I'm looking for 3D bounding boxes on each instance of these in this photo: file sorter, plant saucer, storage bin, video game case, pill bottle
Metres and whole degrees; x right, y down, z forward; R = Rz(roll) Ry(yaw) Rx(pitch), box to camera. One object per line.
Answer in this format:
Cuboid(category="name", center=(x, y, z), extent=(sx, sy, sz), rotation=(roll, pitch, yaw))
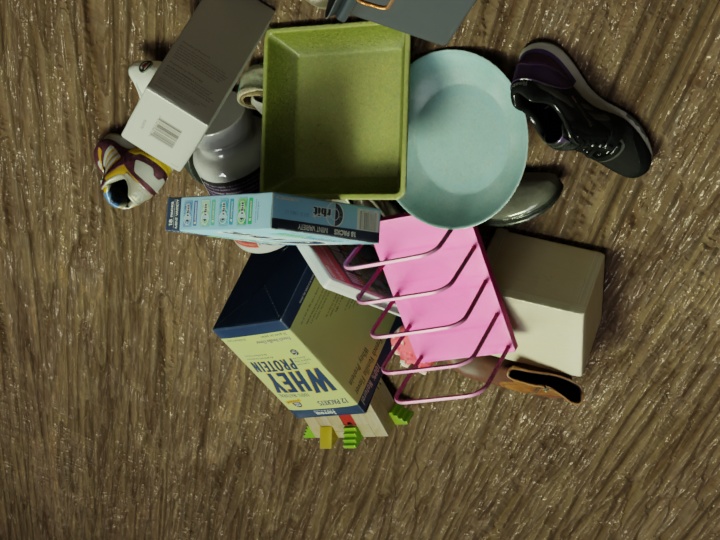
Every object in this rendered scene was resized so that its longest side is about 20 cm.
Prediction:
Cuboid(category="file sorter", center=(0.080, 0.045, 1.610), extent=(0.138, 0.126, 0.202), rotation=(-9, 114, 30))
Cuboid(category="plant saucer", center=(-0.021, -0.181, 1.558), extent=(0.198, 0.203, 0.048), rotation=(2, 180, 31))
Cuboid(category="plant saucer", center=(0.110, -0.149, 1.538), extent=(0.199, 0.039, 0.204), rotation=(5, 99, 34))
Cuboid(category="storage bin", center=(0.063, -0.315, 1.347), extent=(0.133, 0.147, 0.200), rotation=(20, 146, -11))
Cuboid(category="video game case", center=(0.000, 0.000, 1.734), extent=(0.199, 0.143, 0.018), rotation=(22, 114, -41))
Cuboid(category="pill bottle", center=(-0.149, -0.128, 1.731), extent=(0.110, 0.112, 0.201), rotation=(4, 140, 28))

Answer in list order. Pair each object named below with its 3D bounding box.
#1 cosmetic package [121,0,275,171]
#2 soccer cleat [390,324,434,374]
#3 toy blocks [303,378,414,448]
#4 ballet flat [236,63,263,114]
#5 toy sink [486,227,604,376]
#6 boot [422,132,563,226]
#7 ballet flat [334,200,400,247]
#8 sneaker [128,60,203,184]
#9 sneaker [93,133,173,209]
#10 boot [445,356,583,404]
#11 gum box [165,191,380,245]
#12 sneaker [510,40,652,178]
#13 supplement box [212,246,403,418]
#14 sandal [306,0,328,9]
Cuboid(category="cosmetic package", center=(-0.184, -0.227, 1.547), extent=(0.084, 0.201, 0.108), rotation=(30, 143, -10))
Cuboid(category="soccer cleat", center=(0.082, 0.089, 1.838), extent=(0.066, 0.077, 0.200), rotation=(19, 168, 8))
Cuboid(category="toy blocks", center=(-0.033, 0.193, 2.102), extent=(0.198, 0.100, 0.138), rotation=(-7, 123, 38))
Cuboid(category="ballet flat", center=(-0.059, -0.186, 1.643), extent=(0.198, 0.063, 0.068), rotation=(23, 146, 3))
Cuboid(category="toy sink", center=(0.203, 0.033, 1.716), extent=(0.198, 0.113, 0.131), rotation=(12, 142, 18))
Cuboid(category="boot", center=(0.132, -0.121, 1.606), extent=(0.198, 0.068, 0.131), rotation=(-3, 132, 34))
Cuboid(category="ballet flat", center=(0.003, -0.074, 1.734), extent=(0.067, 0.063, 0.200), rotation=(-8, 133, 39))
Cuboid(category="sneaker", center=(-0.238, -0.199, 1.745), extent=(0.088, 0.074, 0.201), rotation=(24, 151, 35))
Cuboid(category="sneaker", center=(-0.328, -0.130, 1.827), extent=(0.075, 0.091, 0.199), rotation=(44, 161, -26))
Cuboid(category="boot", center=(0.199, 0.139, 1.799), extent=(0.186, 0.069, 0.200), rotation=(22, -176, 4))
Cuboid(category="gum box", center=(-0.104, -0.059, 1.587), extent=(0.169, 0.045, 0.199), rotation=(6, 175, -43))
Cuboid(category="sneaker", center=(0.235, -0.152, 1.477), extent=(0.199, 0.088, 0.075), rotation=(39, 143, -18))
Cuboid(category="supplement box", center=(-0.061, 0.061, 1.841), extent=(0.133, 0.201, 0.200), rotation=(-9, 134, 41))
Cuboid(category="sandal", center=(-0.106, -0.343, 1.476), extent=(0.199, 0.054, 0.080), rotation=(32, 145, -8))
